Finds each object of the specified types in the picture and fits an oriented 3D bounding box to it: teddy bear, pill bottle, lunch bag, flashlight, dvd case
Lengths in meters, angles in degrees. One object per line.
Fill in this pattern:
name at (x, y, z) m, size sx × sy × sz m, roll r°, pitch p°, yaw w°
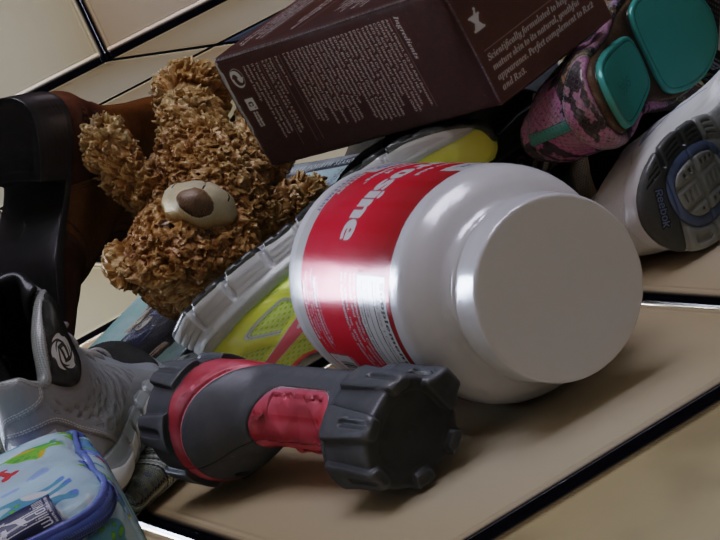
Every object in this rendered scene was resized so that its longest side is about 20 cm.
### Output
teddy bear at (-0.083, -0.056, 1.570) m, size 0.067 × 0.145 × 0.200 m, roll -51°, pitch -2°, yaw 36°
pill bottle at (0.050, 0.005, 1.320) m, size 0.112 × 0.113 × 0.200 m, roll -29°, pitch 12°, yaw -19°
lunch bag at (-0.173, 0.145, 1.247) m, size 0.160 × 0.083 × 0.200 m, roll -29°, pitch 11°, yaw -4°
flashlight at (-0.032, 0.075, 1.314) m, size 0.068 × 0.068 × 0.200 m, roll -9°, pitch 7°, yaw -31°
dvd case at (-0.084, 0.003, 1.712) m, size 0.200 × 0.022 × 0.146 m, roll -46°, pitch 20°, yaw -25°

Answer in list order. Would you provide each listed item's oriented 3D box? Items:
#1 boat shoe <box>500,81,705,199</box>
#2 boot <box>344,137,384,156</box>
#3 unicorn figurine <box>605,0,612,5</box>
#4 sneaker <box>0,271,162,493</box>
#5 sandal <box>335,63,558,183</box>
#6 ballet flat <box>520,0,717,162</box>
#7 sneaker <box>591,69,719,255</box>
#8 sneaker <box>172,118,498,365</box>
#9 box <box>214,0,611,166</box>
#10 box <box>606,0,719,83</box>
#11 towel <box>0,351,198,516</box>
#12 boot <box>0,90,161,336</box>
boat shoe at (0.112, -0.061, 1.576) m, size 0.199 × 0.075 × 0.073 m, roll -27°, pitch 11°, yaw -3°
boot at (0.024, -0.042, 1.757) m, size 0.097 × 0.075 × 0.200 m, roll -48°, pitch 19°, yaw 8°
unicorn figurine at (0.101, -0.100, 1.669) m, size 0.137 × 0.074 × 0.200 m, roll -3°, pitch -20°, yaw -28°
sneaker at (-0.152, 0.044, 1.432) m, size 0.075 × 0.116 × 0.200 m, roll -23°, pitch 16°, yaw 8°
sandal at (0.065, -0.093, 1.553) m, size 0.200 × 0.048 × 0.075 m, roll -30°, pitch 28°, yaw -17°
ballet flat at (0.131, -0.105, 1.489) m, size 0.071 × 0.069 × 0.200 m, roll -20°, pitch 12°, yaw 29°
sneaker at (0.182, -0.068, 1.481) m, size 0.087 × 0.075 × 0.200 m, roll -19°, pitch 12°, yaw 48°
sneaker at (0.002, -0.001, 1.459) m, size 0.200 × 0.090 × 0.078 m, roll -40°, pitch -2°, yaw 10°
box at (0.026, -0.123, 1.477) m, size 0.100 × 0.075 × 0.200 m, roll -38°, pitch 15°, yaw -35°
box at (0.121, -0.147, 1.728) m, size 0.200 × 0.048 × 0.193 m, roll 22°, pitch -23°, yaw -41°
towel at (-0.149, 0.103, 1.520) m, size 0.199 × 0.035 × 0.193 m, roll -15°, pitch 18°, yaw 33°
boot at (-0.149, -0.014, 1.635) m, size 0.068 × 0.189 × 0.200 m, roll -6°, pitch 0°, yaw 30°
